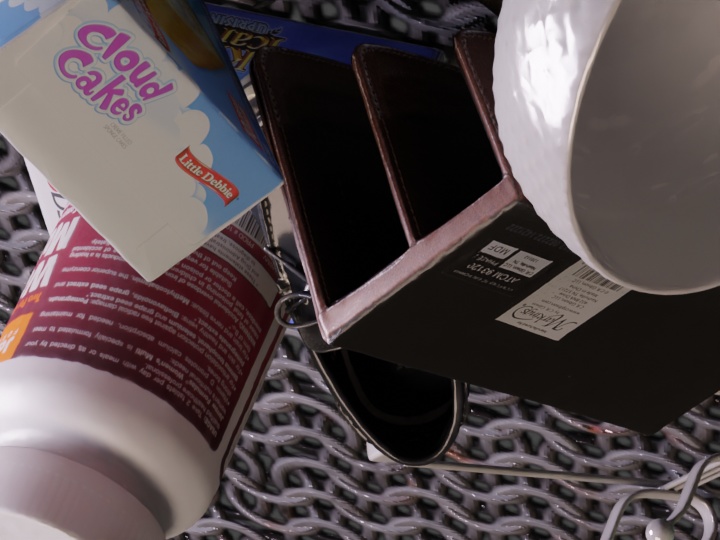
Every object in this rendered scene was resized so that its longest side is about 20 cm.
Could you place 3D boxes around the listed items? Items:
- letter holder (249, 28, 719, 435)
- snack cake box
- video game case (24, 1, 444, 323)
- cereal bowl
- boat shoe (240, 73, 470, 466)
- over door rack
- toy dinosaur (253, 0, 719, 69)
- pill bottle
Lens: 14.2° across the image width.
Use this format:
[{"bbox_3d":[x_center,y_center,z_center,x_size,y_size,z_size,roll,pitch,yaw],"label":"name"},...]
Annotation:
[{"bbox_3d":[0.068,-0.036,1.121,0.100,0.143,0.199,-36,145,30],"label":"letter holder"},{"bbox_3d":[-0.107,-0.099,1.103,0.067,0.200,0.115,-36,125,8],"label":"snack cake box"},{"bbox_3d":[-0.055,-0.044,1.290,0.199,0.046,0.182,13,148,17],"label":"video game case"},{"bbox_3d":[0.120,-0.097,0.984,0.083,0.200,0.200,42,163,38],"label":"cereal bowl"},{"bbox_3d":[0.000,0.000,1.193,0.074,0.062,0.201,-17,126,8],"label":"boat shoe"},{"bbox_3d":[0.115,0.087,1.316,0.199,0.067,0.148,19,151,-23],"label":"over door rack"},{"bbox_3d":[0.056,-0.127,1.088,0.199,0.077,0.102,17,161,-2],"label":"toy dinosaur"},{"bbox_3d":[-0.098,0.044,1.213,0.109,0.201,0.110,16,147,11],"label":"pill bottle"}]
